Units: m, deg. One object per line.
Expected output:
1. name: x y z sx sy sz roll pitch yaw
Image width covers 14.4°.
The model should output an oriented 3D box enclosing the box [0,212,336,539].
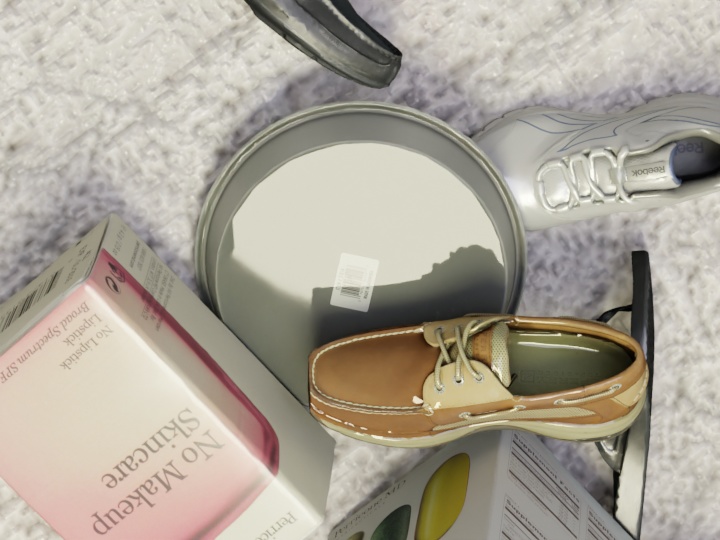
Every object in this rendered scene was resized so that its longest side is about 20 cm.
1. box: -0.127 0.091 1.650 0.128 0.109 0.200 -40 104 17

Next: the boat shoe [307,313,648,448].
1. boat shoe: 0.069 0.054 1.639 0.199 0.074 0.076 -2 63 -7

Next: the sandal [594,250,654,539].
1. sandal: 0.154 0.088 1.750 0.048 0.075 0.202 4 97 5

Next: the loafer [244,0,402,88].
1. loafer: -0.048 -0.184 1.665 0.200 0.068 0.070 40 97 -11

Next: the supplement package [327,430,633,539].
1. supplement package: 0.070 0.214 1.659 0.152 0.200 0.151 -38 105 21

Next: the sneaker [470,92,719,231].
1. sneaker: 0.146 -0.065 1.716 0.199 0.087 0.075 -14 103 -9

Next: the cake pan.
1. cake pan: 0.000 0.000 1.689 0.199 0.037 0.201 0 111 0
